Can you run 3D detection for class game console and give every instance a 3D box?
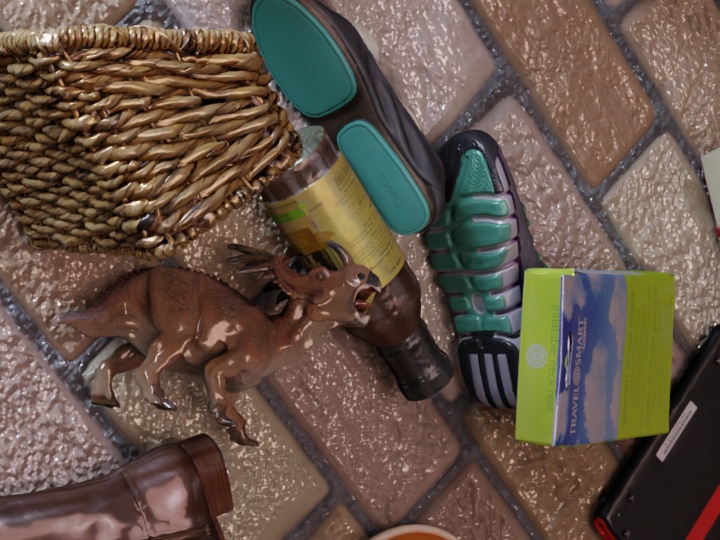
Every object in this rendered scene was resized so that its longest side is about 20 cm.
[{"bbox_3d":[0.283,0.171,1.520,0.177,0.031,0.201,44,68,-21],"label":"game console"}]

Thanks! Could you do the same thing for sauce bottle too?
[{"bbox_3d":[0.000,0.000,1.302,0.065,0.065,0.201,-42,112,-24],"label":"sauce bottle"}]

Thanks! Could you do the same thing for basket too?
[{"bbox_3d":[-0.140,-0.106,1.125,0.142,0.199,0.150,-38,111,-25],"label":"basket"}]

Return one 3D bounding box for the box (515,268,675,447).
[{"bbox_3d":[0.167,0.061,1.379,0.199,0.047,0.123,1,91,-58],"label":"box"}]

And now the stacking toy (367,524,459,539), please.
[{"bbox_3d":[0.076,0.254,1.281,0.145,0.199,0.148,-2,93,-32],"label":"stacking toy"}]

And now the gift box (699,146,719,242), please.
[{"bbox_3d":[0.403,-0.053,1.492,0.199,0.186,0.186,-29,108,-28],"label":"gift box"}]

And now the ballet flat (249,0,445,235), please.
[{"bbox_3d":[-0.003,-0.116,1.301,0.073,0.073,0.201,-42,107,-24],"label":"ballet flat"}]

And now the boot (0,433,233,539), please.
[{"bbox_3d":[-0.165,0.213,1.206,0.199,0.064,0.188,-17,96,-31],"label":"boot"}]

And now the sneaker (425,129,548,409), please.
[{"bbox_3d":[0.101,-0.007,1.378,0.087,0.074,0.202,-26,113,-49],"label":"sneaker"}]

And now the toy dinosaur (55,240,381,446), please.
[{"bbox_3d":[-0.099,0.030,1.231,0.198,0.086,0.137,17,76,-19],"label":"toy dinosaur"}]
